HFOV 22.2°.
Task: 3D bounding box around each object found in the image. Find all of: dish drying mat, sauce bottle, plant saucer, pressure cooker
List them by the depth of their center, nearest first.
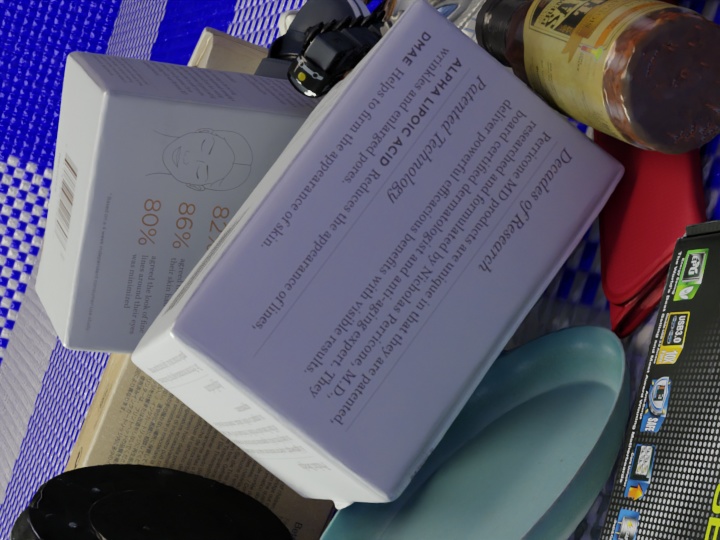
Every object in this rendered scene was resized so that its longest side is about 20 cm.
[{"bbox_3d":[0.050,0.105,0.838,0.200,0.027,0.200,-40,15,13],"label":"plant saucer"},{"bbox_3d":[0.107,-0.103,0.870,0.067,0.065,0.200,-69,24,7],"label":"sauce bottle"},{"bbox_3d":[0.135,-0.067,0.884,0.077,0.018,0.201,126,156,-44],"label":"dish drying mat"},{"bbox_3d":[-0.130,0.235,1.073,0.179,0.174,0.202,-105,27,-71],"label":"pressure cooker"}]

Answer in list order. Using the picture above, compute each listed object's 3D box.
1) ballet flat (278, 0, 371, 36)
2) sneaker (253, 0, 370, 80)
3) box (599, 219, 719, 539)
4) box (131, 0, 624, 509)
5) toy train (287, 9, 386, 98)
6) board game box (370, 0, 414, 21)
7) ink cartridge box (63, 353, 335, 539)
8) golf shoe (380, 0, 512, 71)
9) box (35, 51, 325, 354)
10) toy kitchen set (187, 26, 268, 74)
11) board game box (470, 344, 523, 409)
[{"bbox_3d":[-0.022,-0.187,1.288,0.070,0.065,0.202,172,114,-76],"label":"ballet flat"},{"bbox_3d":[-0.047,-0.092,1.208,0.078,0.079,0.202,10,87,39],"label":"sneaker"},{"bbox_3d":[0.148,0.077,0.638,0.193,0.047,0.202,171,116,-74],"label":"box"},{"bbox_3d":[0.000,0.000,0.919,0.201,0.130,0.199,-53,6,-12],"label":"box"},{"bbox_3d":[-0.006,-0.127,1.103,0.046,0.034,0.200,-52,-4,16],"label":"toy train"},{"bbox_3d":[0.039,-0.112,1.196,0.199,0.043,0.202,145,140,-63],"label":"board game box"},{"bbox_3d":[-0.104,0.139,1.173,0.075,0.163,0.202,-109,41,-69],"label":"ink cartridge box"},{"bbox_3d":[0.102,-0.142,1.019,0.200,0.078,0.098,-37,73,44],"label":"golf shoe"},{"bbox_3d":[-0.079,-0.034,1.092,0.106,0.198,0.154,-138,57,-63],"label":"box"},{"bbox_3d":[-0.100,-0.045,1.293,0.181,0.198,0.164,-92,26,-50],"label":"toy kitchen set"},{"bbox_3d":[0.023,0.147,1.000,0.200,0.026,0.202,153,133,-67],"label":"board game box"}]
